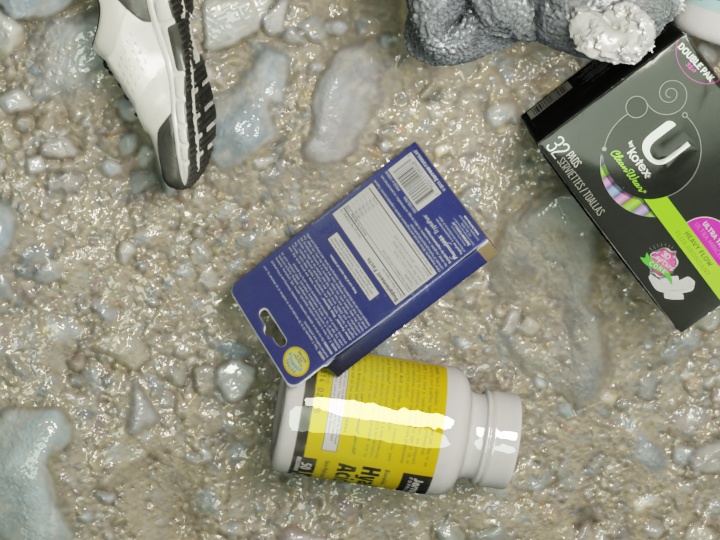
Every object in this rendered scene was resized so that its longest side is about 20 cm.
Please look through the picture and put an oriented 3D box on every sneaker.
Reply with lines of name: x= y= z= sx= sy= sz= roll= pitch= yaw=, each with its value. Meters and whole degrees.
sneaker: x=-0.169 y=-0.162 z=1.547 sx=0.080 sy=0.074 sz=0.200 roll=-7 pitch=102 yaw=14

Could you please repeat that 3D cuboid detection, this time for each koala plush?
koala plush: x=0.148 y=-0.220 z=1.474 sx=0.200 sy=0.177 sz=0.184 roll=20 pitch=112 yaw=9

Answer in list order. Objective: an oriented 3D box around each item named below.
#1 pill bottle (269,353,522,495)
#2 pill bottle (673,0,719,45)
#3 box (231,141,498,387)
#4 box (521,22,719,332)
pill bottle: x=0.029 y=0.128 z=1.607 sx=0.200 sy=0.111 sz=0.111 roll=9 pitch=105 yaw=-5
pill bottle: x=0.325 y=-0.273 z=1.513 sx=0.111 sy=0.111 sz=0.200 roll=13 pitch=104 yaw=-6
box: x=0.000 y=0.000 z=1.570 sx=0.200 sy=0.121 sz=0.032 roll=-37 pitch=148 yaw=4
box: x=0.250 y=-0.081 z=1.555 sx=0.148 sy=0.124 sz=0.200 roll=-37 pitch=103 yaw=9
